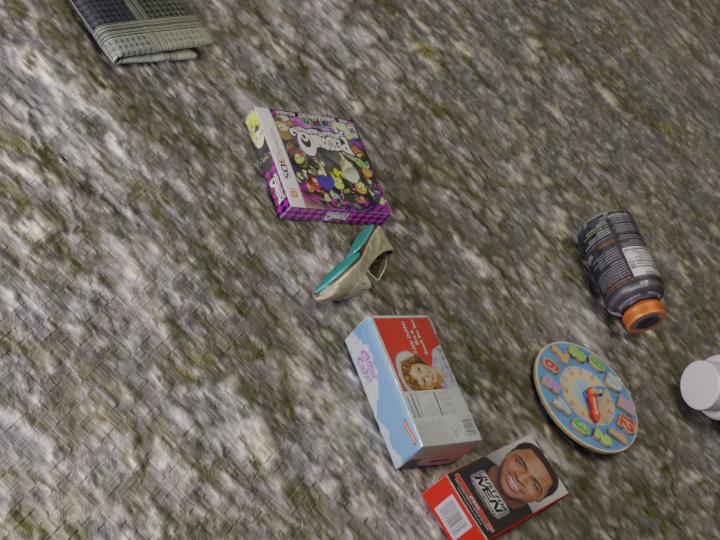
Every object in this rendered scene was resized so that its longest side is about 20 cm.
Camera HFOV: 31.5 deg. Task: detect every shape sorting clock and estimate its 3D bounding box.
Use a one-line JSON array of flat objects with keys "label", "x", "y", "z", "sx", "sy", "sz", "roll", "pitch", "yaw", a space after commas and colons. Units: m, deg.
[{"label": "shape sorting clock", "x": 0.352, "y": 0.194, "z": 1.976, "sx": 0.199, "sy": 0.039, "sz": 0.201, "roll": 25, "pitch": 43, "yaw": -25}]

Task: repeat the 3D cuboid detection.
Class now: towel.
[{"label": "towel", "x": -0.335, "y": -0.384, "z": 1.875, "sx": 0.199, "sy": 0.035, "sz": 0.193, "roll": -19, "pitch": 68, "yaw": -47}]

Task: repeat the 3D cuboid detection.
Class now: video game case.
[{"label": "video game case", "x": -0.063, "y": -0.155, "z": 1.908, "sx": 0.198, "sy": 0.036, "sz": 0.183, "roll": 3, "pitch": 56, "yaw": -41}]

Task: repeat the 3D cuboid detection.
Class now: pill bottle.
[{"label": "pill bottle", "x": 0.639, "y": 0.201, "z": 2.172, "sx": 0.198, "sy": 0.112, "sz": 0.113, "roll": 7, "pitch": 52, "yaw": -37}, {"label": "pill bottle", "x": 0.453, "y": 0.005, "z": 2.180, "sx": 0.105, "sy": 0.106, "sz": 0.202, "roll": 8, "pitch": 52, "yaw": -37}]

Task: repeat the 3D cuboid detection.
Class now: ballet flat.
[{"label": "ballet flat", "x": 0.000, "y": 0.000, "z": 1.809, "sx": 0.063, "sy": 0.067, "sz": 0.200, "roll": 50, "pitch": 38, "yaw": -10}]

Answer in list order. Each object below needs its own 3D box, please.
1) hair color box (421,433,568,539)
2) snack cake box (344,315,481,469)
[{"label": "hair color box", "x": 0.183, "y": 0.300, "z": 1.712, "sx": 0.199, "sy": 0.061, "sz": 0.102, "roll": -16, "pitch": 67, "yaw": -49}, {"label": "snack cake box", "x": 0.070, "y": 0.161, "z": 1.726, "sx": 0.114, "sy": 0.067, "sz": 0.202, "roll": 1, "pitch": 56, "yaw": -39}]
